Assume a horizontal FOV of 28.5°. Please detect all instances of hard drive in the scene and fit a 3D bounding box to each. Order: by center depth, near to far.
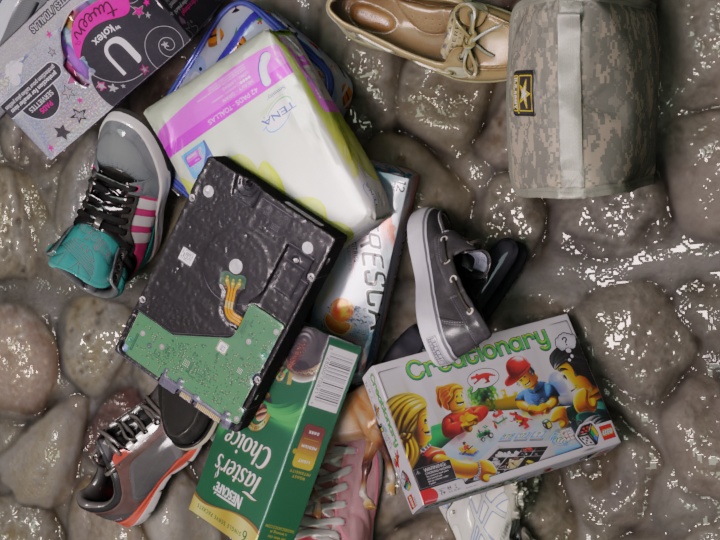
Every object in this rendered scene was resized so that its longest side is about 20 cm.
[{"bbox_3d":[-0.114,0.021,1.230,0.139,0.038,0.201,32,105,15],"label":"hard drive"}]

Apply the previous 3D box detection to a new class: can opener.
[{"bbox_3d":[0.085,0.053,1.297,0.078,0.063,0.201,40,106,13],"label":"can opener"}]

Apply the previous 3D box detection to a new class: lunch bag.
[{"bbox_3d":[0.182,-0.145,1.174,0.116,0.200,0.166,1,96,19],"label":"lunch bag"},{"bbox_3d":[-0.115,-0.145,1.348,0.160,0.075,0.201,41,105,14],"label":"lunch bag"}]

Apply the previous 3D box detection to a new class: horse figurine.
[{"bbox_3d":[-0.021,0.153,1.274,0.199,0.050,0.134,-19,57,35],"label":"horse figurine"}]

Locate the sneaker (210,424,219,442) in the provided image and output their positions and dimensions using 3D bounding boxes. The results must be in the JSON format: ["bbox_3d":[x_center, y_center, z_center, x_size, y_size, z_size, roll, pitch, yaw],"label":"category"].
[{"bbox_3d":[-0.111,0.133,1.368,0.088,0.074,0.202,-5,92,18],"label":"sneaker"}]

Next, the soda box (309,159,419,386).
[{"bbox_3d":[0.000,0.000,1.318,0.063,0.068,0.202,14,100,9],"label":"soda box"}]

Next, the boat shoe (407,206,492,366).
[{"bbox_3d":[0.083,0.003,1.237,0.066,0.201,0.070,-23,119,15],"label":"boat shoe"}]

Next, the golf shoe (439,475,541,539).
[{"bbox_3d":[0.114,0.206,1.296,0.096,0.078,0.202,7,95,25],"label":"golf shoe"}]

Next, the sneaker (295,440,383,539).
[{"bbox_3d":[-0.029,0.220,1.331,0.075,0.105,0.202,1,94,21],"label":"sneaker"}]

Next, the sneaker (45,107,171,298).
[{"bbox_3d":[-0.241,-0.047,1.326,0.083,0.121,0.201,22,139,12],"label":"sneaker"}]

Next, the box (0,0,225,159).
[{"bbox_3d":[-0.242,-0.219,1.329,0.199,0.132,0.115,-36,106,26],"label":"box"}]

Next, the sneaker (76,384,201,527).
[{"bbox_3d":[-0.215,0.168,1.392,0.077,0.081,0.201,44,110,45],"label":"sneaker"}]

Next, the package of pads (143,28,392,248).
[{"bbox_3d":[-0.079,-0.097,1.262,0.154,0.068,0.201,-30,87,19],"label":"package of pads"}]

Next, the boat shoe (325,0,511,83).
[{"bbox_3d":[0.065,-0.214,1.282,0.198,0.063,0.074,12,98,18],"label":"boat shoe"}]

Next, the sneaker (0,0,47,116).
[{"bbox_3d":[-0.382,-0.221,1.447,0.071,0.073,0.201,43,104,32],"label":"sneaker"}]

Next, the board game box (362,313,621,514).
[{"bbox_3d":[0.114,0.121,1.228,0.198,0.035,0.127,-14,71,-23],"label":"board game box"}]

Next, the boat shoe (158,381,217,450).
[{"bbox_3d":[-0.164,0.067,1.347,0.073,0.063,0.203,-3,69,23],"label":"boat shoe"}]

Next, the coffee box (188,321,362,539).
[{"bbox_3d":[-0.078,0.143,1.261,0.123,0.044,0.202,20,90,53],"label":"coffee box"}]
